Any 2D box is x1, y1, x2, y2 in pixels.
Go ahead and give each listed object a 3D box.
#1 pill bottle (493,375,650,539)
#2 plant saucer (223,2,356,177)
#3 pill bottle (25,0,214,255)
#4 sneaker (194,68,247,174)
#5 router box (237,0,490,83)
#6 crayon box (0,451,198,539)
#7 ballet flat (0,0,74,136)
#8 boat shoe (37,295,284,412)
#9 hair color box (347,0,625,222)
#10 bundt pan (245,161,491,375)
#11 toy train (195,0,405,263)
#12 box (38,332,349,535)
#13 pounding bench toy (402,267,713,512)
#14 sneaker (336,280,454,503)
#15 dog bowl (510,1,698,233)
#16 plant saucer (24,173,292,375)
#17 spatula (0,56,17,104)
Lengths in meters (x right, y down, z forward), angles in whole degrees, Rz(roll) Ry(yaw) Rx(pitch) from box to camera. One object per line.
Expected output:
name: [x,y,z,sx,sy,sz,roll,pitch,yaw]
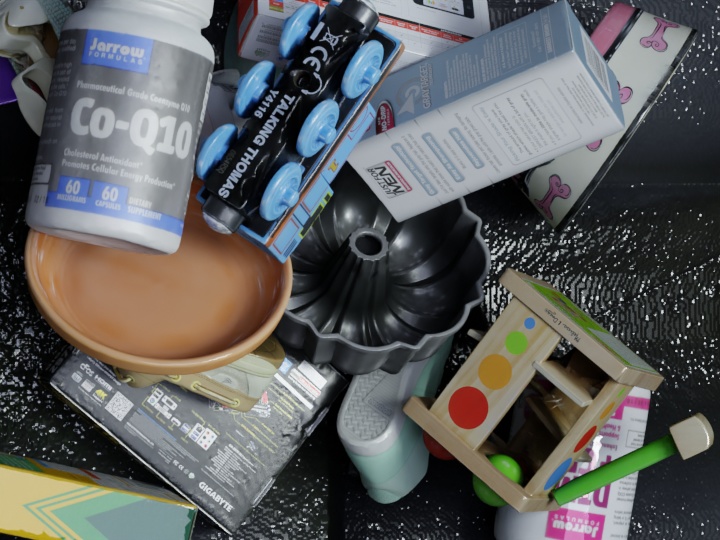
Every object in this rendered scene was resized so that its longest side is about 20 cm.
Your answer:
pill bottle: [0.173,0.185,1.688,0.112,0.113,0.202,10,88,-20]
plant saucer: [-0.013,-0.171,1.652,0.199,0.039,0.203,-1,92,-19]
pill bottle: [-0.166,-0.119,1.434,0.113,0.114,0.202,12,85,-20]
sneaker: [-0.137,-0.153,1.569,0.114,0.075,0.202,-20,123,-23]
router box: [0.003,-0.225,1.594,0.198,0.049,0.181,13,48,-17]
crayon box: [-0.237,0.175,1.532,0.198,0.126,0.052,15,87,-19]
ballet flat: [-0.239,-0.154,1.516,0.071,0.069,0.201,-10,68,-51]
boat shoe: [-0.159,0.058,1.537,0.198,0.074,0.067,20,110,-12]
hair color box: [0.090,-0.120,1.538,0.199,0.061,0.099,-22,137,20]
bundt pan: [0.000,0.000,1.605,0.200,0.076,0.203,6,54,-9]
toy train: [-0.045,-0.106,1.471,0.086,0.114,0.201,32,84,17]
box: [-0.132,0.088,1.609,0.200,0.049,0.160,41,75,-16]
pounding bench toy: [0.158,0.126,1.572,0.200,0.124,0.156,40,99,20]
sneaker: [0.037,0.095,1.672,0.073,0.119,0.201,12,55,21]
dog bowl: [0.192,-0.133,1.653,0.073,0.200,0.201,34,79,3]
plant saucer: [-0.150,0.005,1.492,0.198,0.038,0.201,7,46,-7]
spatula: [-0.227,-0.156,1.582,0.198,0.021,0.057,-4,70,-24]
